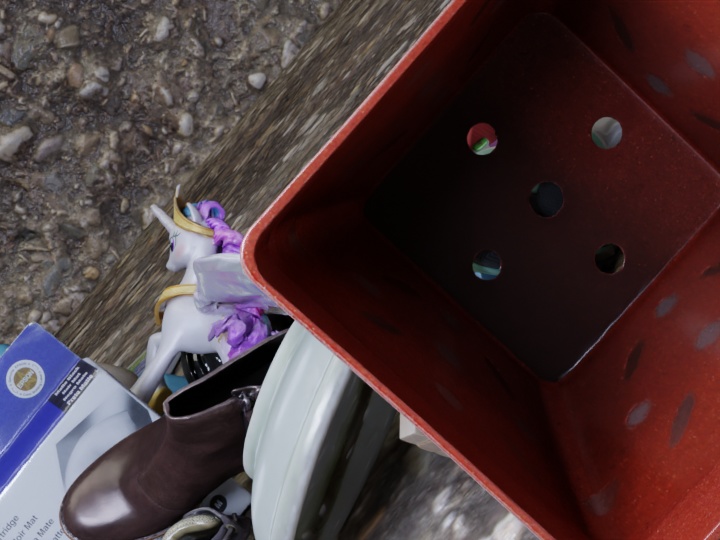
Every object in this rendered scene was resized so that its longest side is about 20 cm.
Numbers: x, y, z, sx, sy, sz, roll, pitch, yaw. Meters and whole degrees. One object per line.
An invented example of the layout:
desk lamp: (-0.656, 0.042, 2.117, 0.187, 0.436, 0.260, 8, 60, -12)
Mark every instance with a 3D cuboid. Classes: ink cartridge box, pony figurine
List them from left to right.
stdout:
ink cartridge box: (-0.207, 0.170, 0.937, 0.200, 0.200, 0.041, -53, 10, -14)
pony figurine: (-0.099, 0.042, 1.037, 0.192, 0.166, 0.202, 10, 84, 28)

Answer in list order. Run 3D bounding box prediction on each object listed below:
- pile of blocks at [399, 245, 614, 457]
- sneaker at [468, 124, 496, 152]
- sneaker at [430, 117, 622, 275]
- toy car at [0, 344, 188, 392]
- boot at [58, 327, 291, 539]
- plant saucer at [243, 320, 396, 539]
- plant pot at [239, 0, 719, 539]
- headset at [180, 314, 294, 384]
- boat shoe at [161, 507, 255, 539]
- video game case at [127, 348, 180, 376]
pile of blocks: (0.081, 0.011, 0.709, 0.062, 0.082, 0.201, -27, 26, 43)
sneaker: (0.063, -0.107, 1.070, 0.199, 0.078, 0.116, -33, 30, 10)
sneaker: (0.105, -0.066, 0.732, 0.199, 0.078, 0.140, -24, 22, -15)
toy car: (-0.270, 0.186, 1.267, 0.177, 0.183, 0.202, 160, 120, -64)
boot: (-0.111, 0.101, 0.853, 0.199, 0.073, 0.167, -26, -18, -6)
plant saucer: (-0.018, 0.070, 0.733, 0.200, 0.050, 0.202, 22, -90, -79)
plant pot: (0.090, -0.024, 0.562, 0.200, 0.200, 0.176, -48, 6, 5)
headset: (-0.089, 0.065, 1.181, 0.123, 0.094, 0.200, -43, 29, 5)
boat shoe: (-0.091, 0.176, 0.837, 0.072, 0.065, 0.200, -53, 12, -6)
video game case: (-0.275, 0.154, 1.587, 0.200, 0.022, 0.182, -42, 15, 32)
